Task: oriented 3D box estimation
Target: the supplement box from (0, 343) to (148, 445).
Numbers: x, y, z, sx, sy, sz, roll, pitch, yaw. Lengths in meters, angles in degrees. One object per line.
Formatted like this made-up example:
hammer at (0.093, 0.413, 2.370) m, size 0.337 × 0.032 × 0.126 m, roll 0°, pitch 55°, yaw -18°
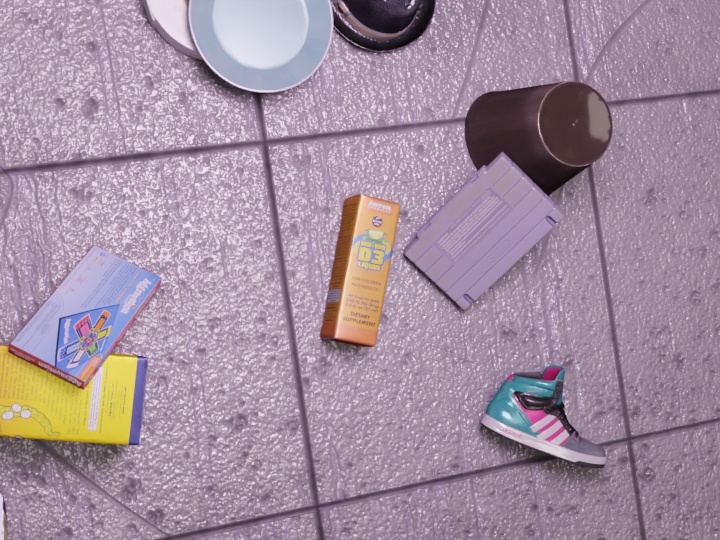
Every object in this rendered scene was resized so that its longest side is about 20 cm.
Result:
supplement box at (-0.372, 0.153, 1.355) m, size 0.197 × 0.109 × 0.111 m, roll 7°, pitch 85°, yaw -16°

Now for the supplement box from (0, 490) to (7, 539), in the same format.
supplement box at (-0.511, 0.374, 1.262) m, size 0.197 × 0.134 × 0.203 m, roll -2°, pitch 70°, yaw -17°

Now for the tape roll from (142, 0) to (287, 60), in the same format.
tape roll at (-0.197, -0.385, 1.472) m, size 0.200 × 0.037 × 0.206 m, roll 1°, pitch 88°, yaw -17°

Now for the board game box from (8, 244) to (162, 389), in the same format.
board game box at (-0.335, 0.053, 1.345) m, size 0.102 × 0.020 × 0.201 m, roll 25°, pitch 42°, yaw 3°

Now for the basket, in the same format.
basket at (0.254, -0.185, 1.515) m, size 0.136 × 0.200 × 0.181 m, roll -40°, pitch 99°, yaw -14°

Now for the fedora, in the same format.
fedora at (0.030, -0.411, 1.512) m, size 0.198 × 0.091 × 0.204 m, roll 1°, pitch 87°, yaw -17°

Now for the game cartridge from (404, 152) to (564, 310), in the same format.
game cartridge at (0.169, -0.055, 1.520) m, size 0.130 × 0.038 × 0.200 m, roll 43°, pitch 111°, yaw -6°

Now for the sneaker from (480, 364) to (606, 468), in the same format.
sneaker at (0.281, 0.201, 1.569) m, size 0.198 × 0.084 × 0.122 m, roll 22°, pitch 91°, yaw -14°

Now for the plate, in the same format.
plate at (-0.134, -0.336, 1.458) m, size 0.197 × 0.026 × 0.203 m, roll 1°, pitch 87°, yaw -18°

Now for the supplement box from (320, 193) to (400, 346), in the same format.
supplement box at (0.000, 0.000, 1.498) m, size 0.066 × 0.069 × 0.203 m, roll 12°, pitch 82°, yaw -18°
